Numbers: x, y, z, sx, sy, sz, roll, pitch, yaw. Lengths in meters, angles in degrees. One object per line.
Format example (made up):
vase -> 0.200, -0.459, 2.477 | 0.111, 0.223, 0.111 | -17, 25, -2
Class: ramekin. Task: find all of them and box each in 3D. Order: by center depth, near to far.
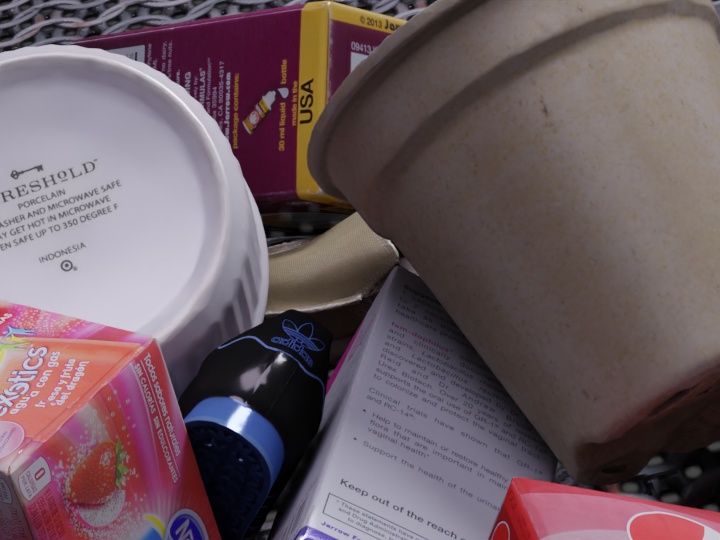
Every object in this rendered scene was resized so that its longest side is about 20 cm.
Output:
ramekin -> -0.139, -0.011, 1.121 | 0.201, 0.094, 0.203 | 2, 71, -5

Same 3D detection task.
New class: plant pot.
plant pot -> 0.105, -0.017, 1.042 | 0.200, 0.201, 0.184 | -23, 70, -16

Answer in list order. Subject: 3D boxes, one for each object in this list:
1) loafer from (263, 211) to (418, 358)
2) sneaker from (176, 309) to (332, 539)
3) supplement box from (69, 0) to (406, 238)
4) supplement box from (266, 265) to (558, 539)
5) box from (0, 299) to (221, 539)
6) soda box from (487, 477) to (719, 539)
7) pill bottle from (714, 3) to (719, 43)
loafer -> 0.000, 0.000, 1.204 | 0.199, 0.068, 0.076 | -5, 29, 1
sneaker -> -0.063, 0.088, 1.089 | 0.070, 0.200, 0.078 | 37, 56, -3
supplement box -> -0.048, -0.076, 1.307 | 0.199, 0.104, 0.131 | -3, -7, 43
supplement box -> 0.020, 0.106, 1.060 | 0.103, 0.101, 0.200 | 25, 37, -5
box -> -0.125, 0.123, 1.025 | 0.102, 0.201, 0.095 | 12, 41, 36
soda box -> 0.147, 0.139, 0.948 | 0.199, 0.064, 0.070 | 11, 26, -18
pill bottle -> 0.183, -0.073, 1.193 | 0.199, 0.113, 0.113 | -22, 29, 14
